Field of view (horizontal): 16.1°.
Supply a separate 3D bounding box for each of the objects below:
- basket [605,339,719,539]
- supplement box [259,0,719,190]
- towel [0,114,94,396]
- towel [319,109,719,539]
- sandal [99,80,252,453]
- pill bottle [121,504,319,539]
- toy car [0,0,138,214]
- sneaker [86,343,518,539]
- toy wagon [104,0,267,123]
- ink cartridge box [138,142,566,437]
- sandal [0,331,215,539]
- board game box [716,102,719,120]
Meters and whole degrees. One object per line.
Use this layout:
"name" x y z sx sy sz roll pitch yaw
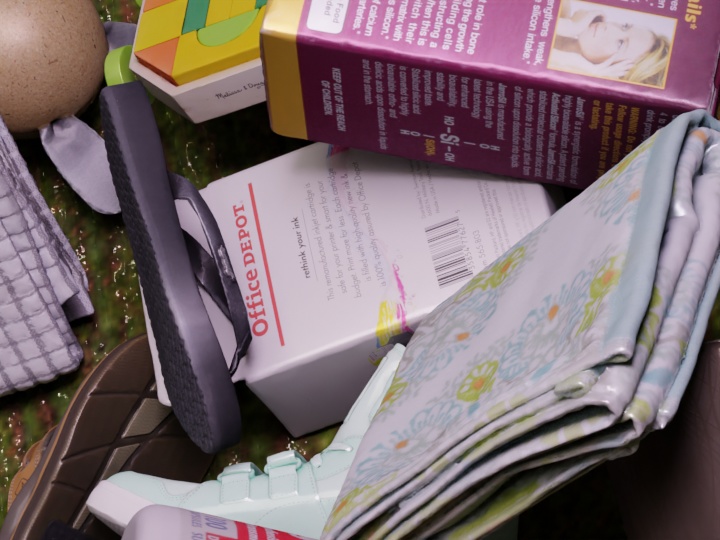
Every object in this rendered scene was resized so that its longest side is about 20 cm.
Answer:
"basket" 0.189 0.141 1.009 0.180 0.136 0.200 4 64 -24
"supplement box" 0.067 -0.121 1.135 0.200 0.103 0.131 12 67 7
"towel" -0.239 -0.018 1.247 0.165 0.200 0.086 -21 35 6
"towel" 0.069 0.032 1.020 0.171 0.048 0.200 -35 15 34
"sandal" -0.079 -0.010 1.165 0.043 0.076 0.200 -10 56 -11
"pill bottle" -0.007 0.170 1.043 0.200 0.112 0.112 14 63 -10
"toy car" -0.187 -0.109 1.329 0.200 0.158 0.164 24 64 5
"sneaker" -0.019 0.089 1.159 0.200 0.074 0.118 10 73 16
"toy wagon" -0.050 -0.160 1.280 0.155 0.040 0.200 -16 45 26
"ink cartridge box" 0.000 0.000 1.206 0.200 0.068 0.115 -20 56 11
"sandal" -0.134 0.113 1.207 0.055 0.082 0.200 15 75 52
"board game box" 0.217 -0.135 1.205 0.151 0.046 0.200 -28 55 6
